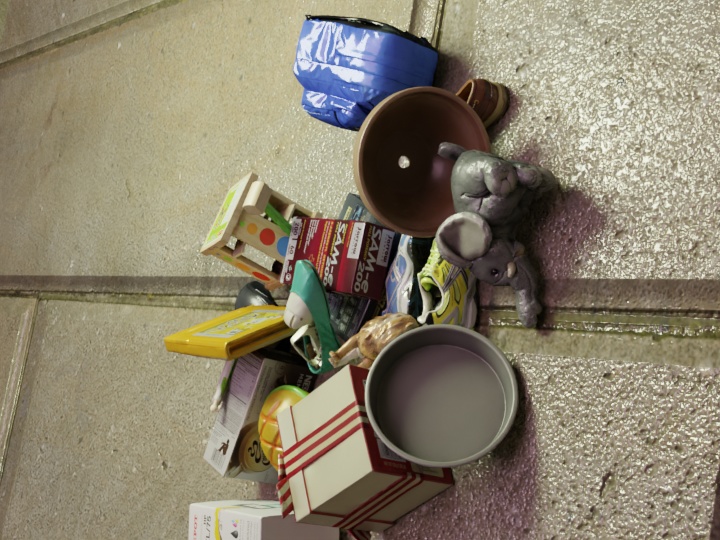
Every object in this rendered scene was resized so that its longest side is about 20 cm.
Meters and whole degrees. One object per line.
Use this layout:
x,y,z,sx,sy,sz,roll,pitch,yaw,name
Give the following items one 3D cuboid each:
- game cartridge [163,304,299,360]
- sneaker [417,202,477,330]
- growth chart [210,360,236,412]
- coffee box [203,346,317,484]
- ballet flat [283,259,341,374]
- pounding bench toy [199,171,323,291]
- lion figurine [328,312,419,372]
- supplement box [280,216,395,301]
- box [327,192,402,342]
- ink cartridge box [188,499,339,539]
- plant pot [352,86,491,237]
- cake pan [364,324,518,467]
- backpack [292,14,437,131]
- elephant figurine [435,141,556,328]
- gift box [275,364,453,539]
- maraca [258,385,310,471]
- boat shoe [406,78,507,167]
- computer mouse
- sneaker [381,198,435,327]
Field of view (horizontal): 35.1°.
-0.191,0.093,1.800,0.199,0.175,0.033,3,110,52,game cartridge
0.122,-0.004,1.579,0.075,0.076,0.202,-22,58,48,sneaker
-0.219,0.169,1.896,0.200,0.018,0.146,119,171,-80,growth chart
-0.158,0.228,1.821,0.080,0.112,0.202,25,96,52,coffee box
-0.075,0.079,1.690,0.070,0.201,0.067,-34,40,-21,ballet flat
-0.140,-0.063,1.828,0.200,0.155,0.125,-22,42,65,pounding bench toy
0.019,0.111,1.628,0.122,0.073,0.200,-35,-1,-9,lion figurine
-0.037,-0.020,1.713,0.199,0.060,0.110,6,83,54,supplement box
0.000,0.000,1.752,0.157,0.051,0.202,34,105,51,box
-0.147,0.426,1.698,0.199,0.145,0.149,-6,81,51,ink cartridge box
0.074,-0.149,1.577,0.093,0.199,0.203,14,88,69,plant pot
0.105,0.167,1.481,0.037,0.198,0.202,81,177,-59,cake pan
0.017,-0.297,1.755,0.199,0.162,0.170,13,96,40,backpack
0.169,-0.047,1.495,0.155,0.140,0.202,-137,58,-67,elephant figurine
-0.006,0.264,1.562,0.186,0.183,0.202,-38,46,35,gift box
-0.087,0.271,1.729,0.137,0.106,0.202,-33,79,44,maraca
0.126,-0.204,1.652,0.200,0.067,0.072,-47,45,31,boat shoe
-0.158,0.057,1.935,0.141,0.046,0.200,-59,40,19,computer mouse
0.071,-0.010,1.645,0.077,0.075,0.202,5,82,50,sneaker
